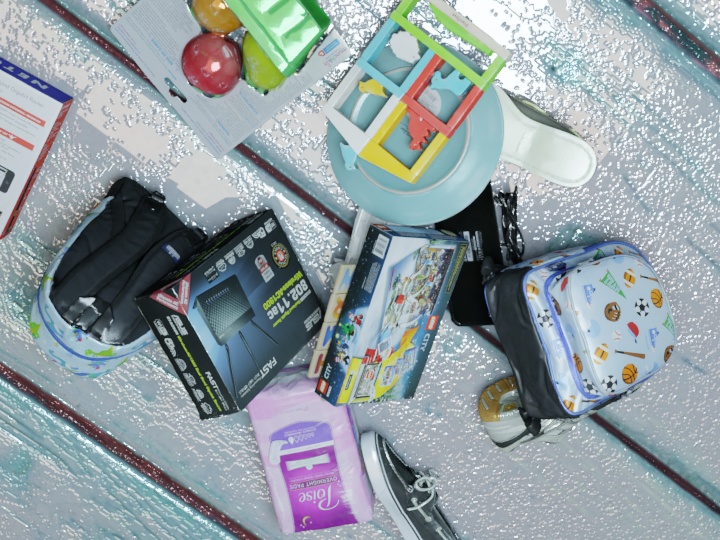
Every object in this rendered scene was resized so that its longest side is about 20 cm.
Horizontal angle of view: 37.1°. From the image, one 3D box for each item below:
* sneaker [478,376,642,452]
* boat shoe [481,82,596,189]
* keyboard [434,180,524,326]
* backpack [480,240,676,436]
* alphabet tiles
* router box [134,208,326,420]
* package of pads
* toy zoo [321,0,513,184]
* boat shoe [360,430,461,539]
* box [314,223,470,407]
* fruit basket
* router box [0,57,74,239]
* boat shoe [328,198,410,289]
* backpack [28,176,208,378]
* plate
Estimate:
[{"bbox_3d":[0.240,0.155,1.270,0.199,0.076,0.088,-16,127,5],"label":"sneaker"},{"bbox_3d":[0.165,-0.152,1.167,0.201,0.060,0.072,31,104,12],"label":"boat shoe"},{"bbox_3d":[0.142,-0.034,1.231,0.104,0.040,0.201,-2,109,26],"label":"keyboard"},{"bbox_3d":[0.250,0.054,1.164,0.190,0.154,0.201,-21,97,-37],"label":"backpack"},{"bbox_3d":[0.018,0.053,1.204,0.006,0.166,0.201,30,111,37],"label":"alphabet tiles"},{"bbox_3d":[-0.133,0.044,1.165,0.062,0.200,0.150,-15,109,37],"label":"router box"},{"bbox_3d":[-0.060,0.209,1.278,0.120,0.076,0.201,-11,106,7],"label":"package of pads"},{"bbox_3d":[0.049,-0.185,1.132,0.131,0.020,0.200,40,101,14],"label":"toy zoo"},{"bbox_3d":[0.065,0.271,1.294,0.068,0.074,0.200,-23,106,12],"label":"boat shoe"},{"bbox_3d":[0.036,0.050,1.185,0.038,0.136,0.201,30,108,37],"label":"box"},{"bbox_3d":[-0.138,-0.247,1.148,0.200,0.094,0.185,-34,104,26],"label":"fruit basket"},{"bbox_3d":[-0.447,-0.158,1.185,0.199,0.049,0.180,29,105,-8],"label":"router box"},{"bbox_3d":[0.000,0.000,1.221,0.068,0.072,0.201,24,113,15],"label":"boat shoe"},{"bbox_3d":[-0.266,0.022,1.161,0.163,0.200,0.154,41,121,-12],"label":"backpack"},{"bbox_3d":[0.054,-0.149,1.154,0.199,0.026,0.201,0,90,18],"label":"plate"}]
